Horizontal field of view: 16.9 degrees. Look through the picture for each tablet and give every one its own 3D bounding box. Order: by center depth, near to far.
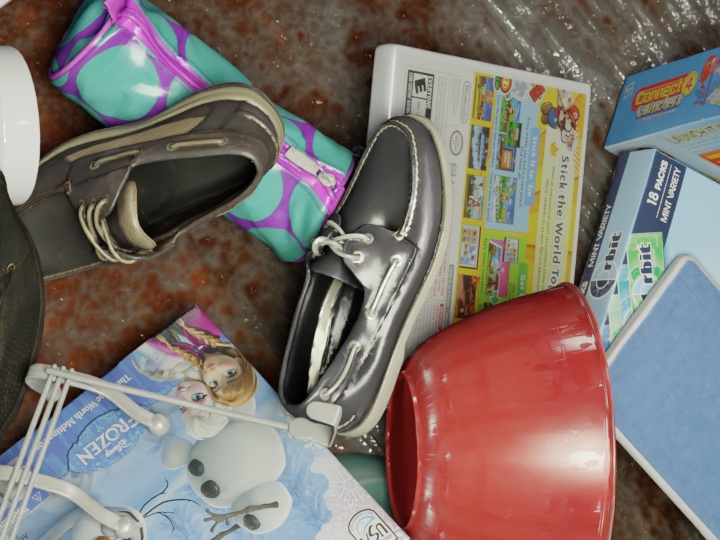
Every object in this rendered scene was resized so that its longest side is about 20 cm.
[{"bbox_3d":[0.239,0.101,1.605,0.200,0.014,0.130,47,68,-21],"label":"tablet"}]

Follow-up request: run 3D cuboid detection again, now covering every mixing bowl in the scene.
[{"bbox_3d":[0.077,0.108,1.467,0.108,0.200,0.201,-1,86,-12],"label":"mixing bowl"}]

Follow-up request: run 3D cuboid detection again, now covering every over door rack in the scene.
[{"bbox_3d":[-0.118,0.140,1.377,0.199,0.067,0.148,8,63,18],"label":"over door rack"}]

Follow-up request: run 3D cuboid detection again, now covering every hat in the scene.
[{"bbox_3d":[-0.250,0.036,1.359,0.081,0.201,0.202,8,80,13],"label":"hat"}]

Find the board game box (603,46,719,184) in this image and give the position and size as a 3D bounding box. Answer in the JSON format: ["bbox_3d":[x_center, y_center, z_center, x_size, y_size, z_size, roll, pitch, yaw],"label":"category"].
[{"bbox_3d":[0.296,-0.080,1.602,0.195,0.200,0.056,24,75,-21],"label":"board game box"}]

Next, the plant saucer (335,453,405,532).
[{"bbox_3d":[0.019,0.207,1.511,0.199,0.036,0.201,13,65,-29],"label":"plant saucer"}]

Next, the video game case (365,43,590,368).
[{"bbox_3d":[0.072,-0.034,1.557,0.182,0.023,0.201,7,87,-41],"label":"video game case"}]

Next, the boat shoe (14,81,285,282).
[{"bbox_3d":[-0.138,-0.044,1.421,0.200,0.073,0.075,-29,114,17],"label":"boat shoe"}]

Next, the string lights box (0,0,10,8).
[{"bbox_3d":[-0.185,-0.217,1.448,0.200,0.103,0.059,-42,103,-22],"label":"string lights box"}]

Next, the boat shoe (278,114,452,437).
[{"bbox_3d":[0.000,0.000,1.450,0.063,0.072,0.201,15,91,-47],"label":"boat shoe"}]

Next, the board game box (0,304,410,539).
[{"bbox_3d":[-0.109,0.155,1.443,0.200,0.043,0.199,-39,79,-22],"label":"board game box"}]

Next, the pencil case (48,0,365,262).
[{"bbox_3d":[-0.095,-0.094,1.482,0.200,0.092,0.085,37,64,-18],"label":"pencil case"}]

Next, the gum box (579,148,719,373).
[{"bbox_3d":[0.238,0.035,1.639,0.200,0.044,0.171,26,76,-27],"label":"gum box"}]

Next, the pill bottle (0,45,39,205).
[{"bbox_3d":[-0.292,-0.078,1.380,0.199,0.116,0.116,-4,87,-24],"label":"pill bottle"}]
